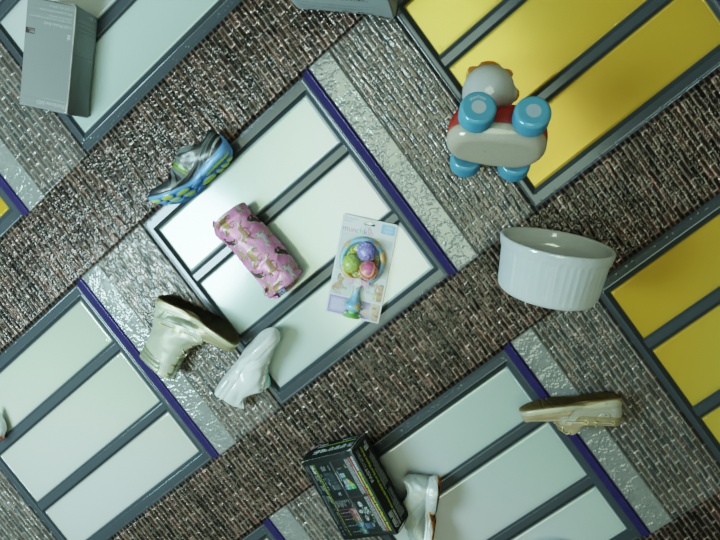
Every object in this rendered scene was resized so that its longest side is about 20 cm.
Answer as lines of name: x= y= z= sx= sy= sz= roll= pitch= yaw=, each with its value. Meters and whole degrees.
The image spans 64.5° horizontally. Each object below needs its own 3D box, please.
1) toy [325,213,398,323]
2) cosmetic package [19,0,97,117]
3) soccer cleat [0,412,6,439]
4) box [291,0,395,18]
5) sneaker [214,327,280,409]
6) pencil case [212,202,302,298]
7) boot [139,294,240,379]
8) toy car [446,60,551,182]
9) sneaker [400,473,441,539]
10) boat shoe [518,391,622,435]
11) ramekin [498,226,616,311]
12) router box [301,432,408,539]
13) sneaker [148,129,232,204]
toy: x=0.000 y=0.000 z=1.134 sx=0.113 sy=0.047 sz=0.204 roll=12 pitch=101 yaw=4
cosmetic package: x=-0.594 y=-0.414 z=1.126 sx=0.104 sy=0.090 sz=0.205 roll=9 pitch=97 yaw=3
soccer cleat: x=-0.907 y=0.358 z=1.304 sx=0.195 sy=0.069 sz=0.079 roll=-6 pitch=94 yaw=1
box: x=-0.031 y=-0.550 z=0.973 sx=0.194 sy=0.200 sz=0.175 roll=8 pitch=102 yaw=7
sneaker: x=-0.215 y=0.207 z=1.192 sx=0.088 sy=0.076 sz=0.201 roll=37 pitch=108 yaw=-13
pencil case: x=-0.205 y=-0.039 z=1.139 sx=0.201 sy=0.086 sz=0.083 roll=51 pitch=133 yaw=-2
boot: x=-0.359 y=0.160 z=1.195 sx=0.197 sy=0.072 sz=0.157 roll=26 pitch=101 yaw=8
toy car: x=0.246 y=-0.294 z=1.018 sx=0.173 sy=0.185 sz=0.204 roll=6 pitch=72 yaw=6
sneaker: x=0.113 y=0.520 z=1.198 sx=0.090 sy=0.076 sz=0.205 roll=8 pitch=93 yaw=14
boat shoe: x=0.411 y=0.286 z=1.113 sx=0.195 sy=0.074 sz=0.071 roll=-8 pitch=92 yaw=8
ramekin: x=0.340 y=-0.005 z=1.017 sx=0.196 sy=0.201 sz=0.100 roll=9 pitch=108 yaw=6
router box: x=-0.012 y=0.445 z=1.173 sx=0.148 sy=0.062 sz=0.203 roll=-24 pitch=96 yaw=37
sneaker: x=-0.344 y=-0.203 z=1.142 sx=0.198 sy=0.071 sz=0.083 roll=-37 pitch=79 yaw=10
